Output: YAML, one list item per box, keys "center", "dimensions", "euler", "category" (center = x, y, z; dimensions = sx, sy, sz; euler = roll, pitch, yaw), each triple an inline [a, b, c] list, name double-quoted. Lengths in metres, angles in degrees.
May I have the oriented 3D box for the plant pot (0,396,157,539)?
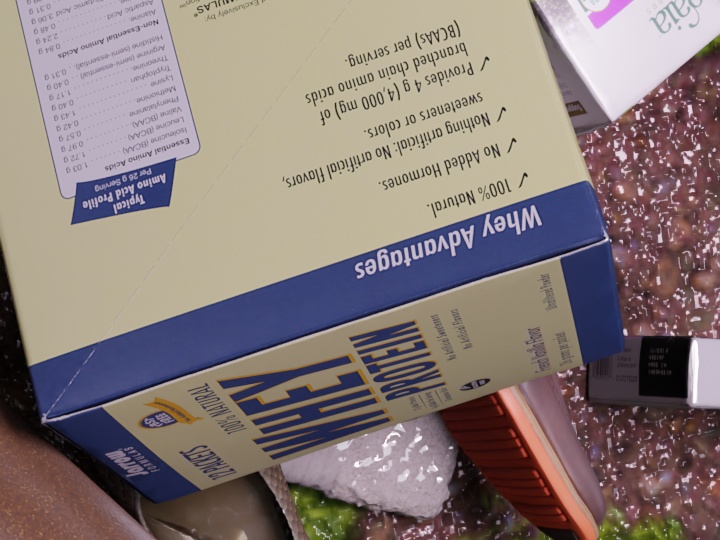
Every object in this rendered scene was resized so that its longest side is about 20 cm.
- center: [-0.160, 0.123, 0.643]
  dimensions: [0.198, 0.200, 0.201]
  euler: [36, 76, 5]
  category: "plant pot"

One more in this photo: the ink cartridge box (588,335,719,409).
- center: [0.213, 0.050, 0.874]
  dimensions: [0.198, 0.095, 0.038]
  euler: [6, 86, -21]
  category: "ink cartridge box"

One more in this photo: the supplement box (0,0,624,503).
- center: [-0.027, -0.049, 0.694]
  dimensions: [0.198, 0.134, 0.202]
  euler: [-18, 70, 5]
  category: "supplement box"

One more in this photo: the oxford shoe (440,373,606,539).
- center: [0.063, 0.022, 0.797]
  dimensions: [0.072, 0.071, 0.201]
  euler: [-31, 100, -22]
  category: "oxford shoe"

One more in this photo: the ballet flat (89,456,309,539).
- center: [-0.050, 0.119, 0.779]
  dimensions: [0.067, 0.046, 0.201]
  euler: [-27, 109, 1]
  category: "ballet flat"

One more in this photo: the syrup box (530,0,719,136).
- center: [0.068, -0.163, 0.832]
  dimensions: [0.079, 0.081, 0.201]
  euler: [-38, 100, -16]
  category: "syrup box"

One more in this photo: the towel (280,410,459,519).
- center: [0.000, 0.000, 0.826]
  dimensions: [0.131, 0.034, 0.202]
  euler: [15, 84, -19]
  category: "towel"
